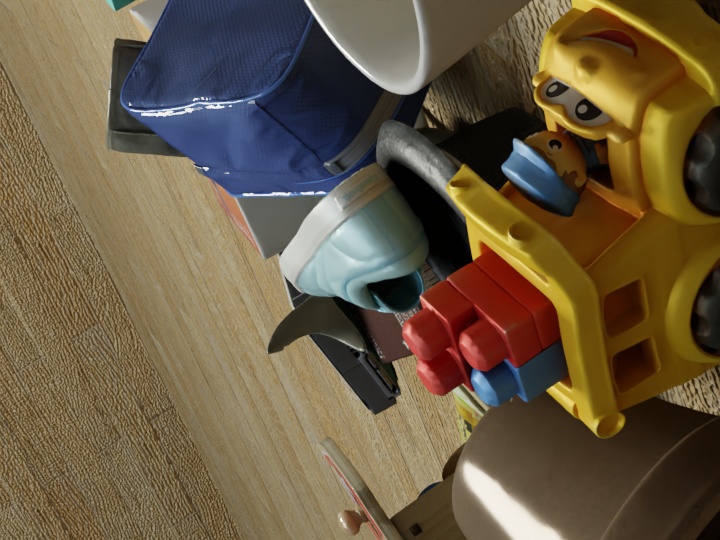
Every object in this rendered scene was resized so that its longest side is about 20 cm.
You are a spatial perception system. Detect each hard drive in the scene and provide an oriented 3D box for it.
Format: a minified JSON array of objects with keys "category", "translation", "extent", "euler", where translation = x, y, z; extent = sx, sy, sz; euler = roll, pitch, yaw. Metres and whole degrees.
[{"category":"hard drive","translation":[-0.028,0.018,1.509],"extent":[0.140,0.038,0.200],"euler":[53,-170,-39]}]

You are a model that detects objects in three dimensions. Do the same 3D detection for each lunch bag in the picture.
[{"category":"lunch bag","translation":[-0.053,-0.125,1.148],"extent":[0.199,0.136,0.132],"euler":[3,151,47]}]

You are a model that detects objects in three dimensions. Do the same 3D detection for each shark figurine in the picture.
[{"category":"shark figurine","translation":[-0.008,-0.046,1.218],"extent":[0.089,0.215,0.129],"euler":[12,-141,-41]}]

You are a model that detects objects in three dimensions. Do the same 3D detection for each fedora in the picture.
[{"category":"fedora","translation":[0.095,-0.029,1.045],"extent":[0.201,0.091,0.201],"euler":[51,170,13]}]

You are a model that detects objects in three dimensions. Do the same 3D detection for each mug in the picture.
[{"category":"mug","translation":[0.041,-0.197,0.770],"extent":[0.187,0.153,0.149],"euler":[63,166,-15]}]

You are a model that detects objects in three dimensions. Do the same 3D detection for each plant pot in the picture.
[{"category":"plant pot","translation":[0.148,0.146,0.959],"extent":[0.174,0.200,0.201],"euler":[31,151,42]}]

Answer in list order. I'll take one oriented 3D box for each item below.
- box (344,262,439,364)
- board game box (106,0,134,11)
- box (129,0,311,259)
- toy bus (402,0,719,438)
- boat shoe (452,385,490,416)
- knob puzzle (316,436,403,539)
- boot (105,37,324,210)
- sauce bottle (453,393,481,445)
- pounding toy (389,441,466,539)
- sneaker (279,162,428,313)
[{"category":"box","translation":[0.042,0.009,1.358],"extent":[0.101,0.075,0.200],"euler":[59,168,1]},{"category":"board game box","translation":[-0.173,-0.302,1.297],"extent":[0.200,0.152,0.045],"euler":[50,164,33]},{"category":"box","translation":[-0.091,-0.137,1.412],"extent":[0.201,0.106,0.152],"euler":[66,171,-24]},{"category":"toy bus","translation":[0.105,-0.019,0.842],"extent":[0.136,0.191,0.201],"euler":[46,159,46]},{"category":"boat shoe","translation":[0.127,0.094,1.139],"extent":[0.200,0.073,0.063],"euler":[39,180,6]},{"category":"knob puzzle","translation":[0.014,0.202,1.232],"extent":[0.220,0.030,0.220],"euler":[56,174,8]},{"category":"boot","translation":[-0.094,-0.094,1.302],"extent":[0.073,0.199,0.183],"euler":[-107,17,-53]},{"category":"sauce bottle","translation":[0.110,0.122,1.368],"extent":[0.065,0.064,0.201],"euler":[48,161,36]},{"category":"pounding toy","translation":[0.113,0.159,1.247],"extent":[0.143,0.184,0.200],"euler":[55,174,13]},{"category":"sneaker","translation":[0.000,0.000,1.089],"extent":[0.082,0.074,0.200],"euler":[55,170,6]}]
